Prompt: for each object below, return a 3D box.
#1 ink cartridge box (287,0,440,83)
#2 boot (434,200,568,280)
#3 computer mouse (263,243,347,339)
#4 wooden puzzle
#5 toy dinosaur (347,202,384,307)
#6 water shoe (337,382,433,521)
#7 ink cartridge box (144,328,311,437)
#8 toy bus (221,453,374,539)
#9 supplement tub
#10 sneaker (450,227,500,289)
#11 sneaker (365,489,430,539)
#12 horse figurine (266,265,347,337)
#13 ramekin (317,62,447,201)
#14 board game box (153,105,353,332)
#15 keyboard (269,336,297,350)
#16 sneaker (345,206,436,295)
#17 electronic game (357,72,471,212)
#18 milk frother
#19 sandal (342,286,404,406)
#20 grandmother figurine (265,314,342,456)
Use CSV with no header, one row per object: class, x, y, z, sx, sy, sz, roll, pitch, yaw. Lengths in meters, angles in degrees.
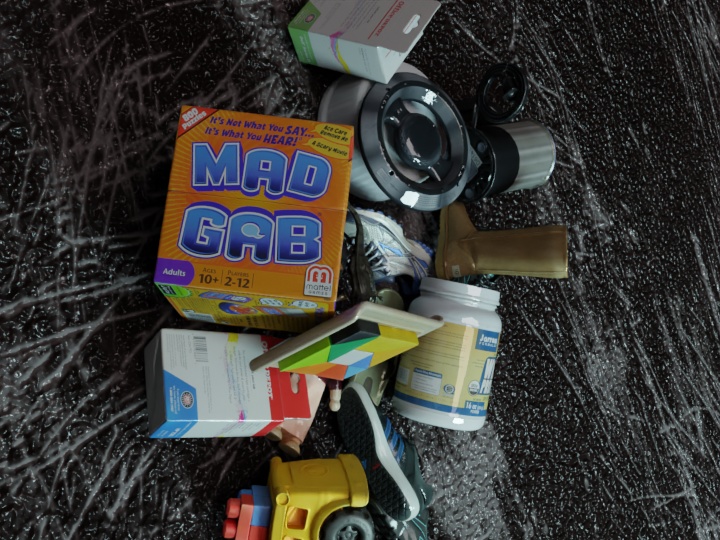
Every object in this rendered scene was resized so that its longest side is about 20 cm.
ink cartridge box,0.011,-0.338,1.095,0.118,0.197,0.068,-55,150,-24
boot,0.221,-0.051,1.199,0.067,0.195,0.178,67,25,-46
computer mouse,-0.082,0.032,1.097,0.059,0.034,0.202,44,69,-27
wooden puzzle,-0.012,0.095,0.955,0.198,0.183,0.038,10,57,-54
toy dinosaur,0.000,0.000,1.076,0.088,0.046,0.205,62,20,-63
water shoe,0.033,0.252,1.095,0.078,0.071,0.204,-10,71,-51
ink cartridge box,-0.167,0.145,0.977,0.196,0.067,0.119,8,58,-34
toy bus,-0.087,0.347,0.998,0.187,0.136,0.206,5,102,-15
supplement tub,0.131,0.122,1.149,0.142,0.143,0.206,11,89,-33
sneaker,0.179,0.018,1.250,0.075,0.079,0.204,29,71,-30
sneaker,0.080,0.392,1.134,0.079,0.075,0.203,-35,105,-34
horse figurine,-0.097,-0.019,1.056,0.129,0.050,0.205,-14,78,-20
ramekin,0.040,-0.214,1.164,0.196,0.097,0.206,4,83,-34
board game box,-0.117,-0.049,0.923,0.194,0.200,0.205,6,75,-2
keyboard,-0.026,0.099,1.035,0.196,0.056,0.011,4,61,-39
sneaker,0.033,-0.026,1.156,0.198,0.076,0.087,31,73,-28
electronic game,0.080,-0.184,1.105,0.196,0.041,0.206,8,75,-32
milk frother,0.240,-0.223,1.235,0.186,0.198,0.185,-16,86,-44
sandal,0.030,0.127,1.143,0.078,0.057,0.206,20,76,-27
grandmother figurine,-0.071,0.146,1.075,0.122,0.060,0.202,47,58,-31
